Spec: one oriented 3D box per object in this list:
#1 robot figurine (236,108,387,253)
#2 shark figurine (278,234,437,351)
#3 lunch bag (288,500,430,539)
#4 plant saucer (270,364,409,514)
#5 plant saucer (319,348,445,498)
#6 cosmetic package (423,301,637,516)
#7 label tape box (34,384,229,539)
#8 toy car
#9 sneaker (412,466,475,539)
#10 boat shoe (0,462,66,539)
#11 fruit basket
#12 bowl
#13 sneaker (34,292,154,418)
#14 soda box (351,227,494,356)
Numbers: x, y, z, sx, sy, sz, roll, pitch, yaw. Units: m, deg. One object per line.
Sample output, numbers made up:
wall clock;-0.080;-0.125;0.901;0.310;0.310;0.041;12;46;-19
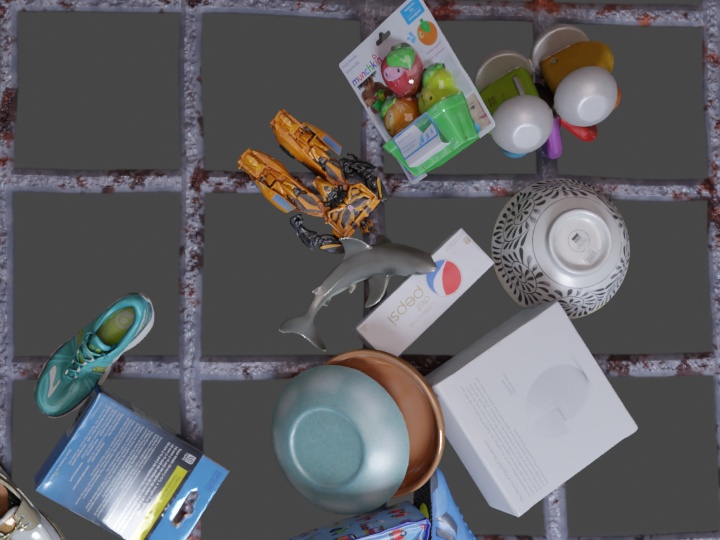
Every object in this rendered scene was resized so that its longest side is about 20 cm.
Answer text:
robot figurine;-0.061;-0.117;1.389;0.200;0.058;0.145;39;84;-1
shark figurine;-0.019;0.001;1.356;0.214;0.090;0.128;-32;45;6
lunch bag;-0.018;0.356;1.307;0.200;0.151;0.094;-3;86;-6
plant saucer;-0.036;0.223;1.323;0.201;0.039;0.201;4;99;25
plant saucer;0.022;0.196;1.339;0.200;0.037;0.201;6;104;27
cosmetic package;0.213;0.179;1.353;0.200;0.123;0.200;-32;90;-14
label tape box;-0.294;0.262;1.325;0.200;0.063;0.144;36;82;-18
toy car;0.255;-0.222;1.392;0.200;0.175;0.150;-23;131;10
sneaker;0.120;0.354;1.371;0.078;0.066;0.200;-7;86;-18
boat shoe;-0.447;0.319;1.308;0.075;0.068;0.200;-41;90;-7
fruit basket;0.067;-0.232;1.360;0.094;0.185;0.200;-37;93;-42
bowl;0.285;-0.034;1.401;0.200;0.094;0.201;0;85;-5
sneaker;-0.350;0.104;1.331;0.077;0.080;0.200;40;83;-2
soda box;0.084;0.035;1.389;0.200;0.064;0.068;-44;91;-8
